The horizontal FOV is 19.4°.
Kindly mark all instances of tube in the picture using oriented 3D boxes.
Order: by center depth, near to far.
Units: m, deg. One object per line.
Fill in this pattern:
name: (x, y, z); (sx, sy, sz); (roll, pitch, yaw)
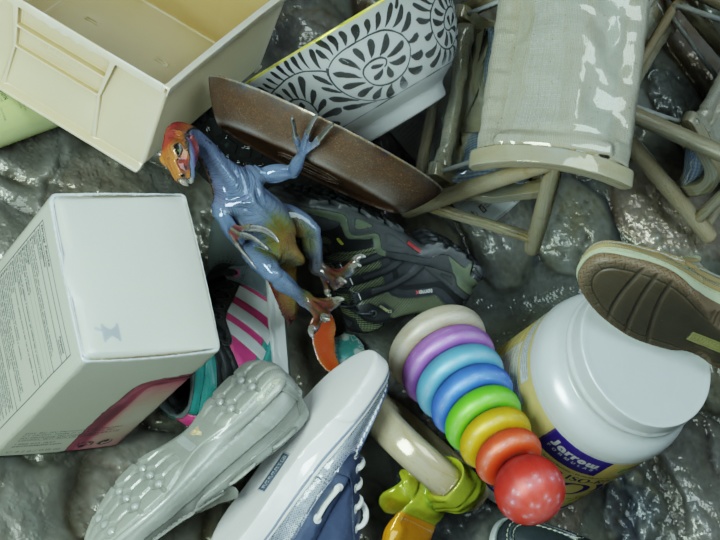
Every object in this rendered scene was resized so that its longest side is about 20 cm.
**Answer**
tube: (-0.247, -0.144, 1.699); (0.200, 0.052, 0.058); (-25, 102, -38)

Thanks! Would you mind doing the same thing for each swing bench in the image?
swing bench: (0.139, -0.146, 1.736); (0.130, 0.200, 0.199); (16, 68, -15)
swing bench: (0.313, -0.174, 1.977); (0.200, 0.130, 0.199); (36, 54, -3)

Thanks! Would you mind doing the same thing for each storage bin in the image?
storage bin: (-0.192, -0.202, 1.683); (0.199, 0.094, 0.200); (32, 41, 10)

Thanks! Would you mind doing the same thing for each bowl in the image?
bowl: (0.009, -0.162, 1.728); (0.201, 0.201, 0.094); (-35, 97, -37)

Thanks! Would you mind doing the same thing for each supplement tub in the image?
supplement tub: (0.178, 0.104, 1.722); (0.145, 0.200, 0.145); (13, 61, -24)

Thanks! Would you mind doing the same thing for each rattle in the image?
rattle: (-0.003, 0.151, 1.704); (0.200, 0.143, 0.130); (40, 19, 12)

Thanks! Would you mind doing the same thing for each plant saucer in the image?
plant saucer: (-0.033, -0.092, 1.626); (0.200, 0.200, 0.034); (27, 86, -16)

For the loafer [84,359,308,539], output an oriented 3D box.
loafer: (-0.120, 0.154, 1.585); (0.200, 0.070, 0.070); (-41, 123, -8)

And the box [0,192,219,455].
box: (-0.200, 0.041, 1.538); (0.109, 0.200, 0.128); (-2, 68, -31)

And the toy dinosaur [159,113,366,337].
toy dinosaur: (-0.087, -0.032, 1.551); (0.181, 0.200, 0.105); (40, 52, -10)

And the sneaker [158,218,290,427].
sneaker: (-0.127, 0.039, 1.659); (0.121, 0.084, 0.200); (8, 64, -37)

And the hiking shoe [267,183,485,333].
hiking shoe: (0.000, 0.000, 1.706); (0.200, 0.076, 0.101); (22, 97, -17)

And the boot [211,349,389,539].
boot: (-0.024, 0.163, 1.630); (0.090, 0.073, 0.200); (41, 83, -23)

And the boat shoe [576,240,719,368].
boat shoe: (0.250, 0.019, 1.648); (0.200, 0.072, 0.076); (27, 41, -24)

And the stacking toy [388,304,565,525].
stacking toy: (0.100, 0.119, 1.642); (0.085, 0.085, 0.200); (-4, 41, -31)

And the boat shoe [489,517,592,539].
boat shoe: (0.201, 0.256, 1.747); (0.200, 0.060, 0.076); (28, 56, -15)

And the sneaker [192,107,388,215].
sneaker: (-0.065, -0.095, 1.779); (0.200, 0.076, 0.088); (32, 25, -3)

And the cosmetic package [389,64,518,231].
cosmetic package: (0.083, -0.145, 1.872); (0.200, 0.074, 0.102); (49, 54, -1)
